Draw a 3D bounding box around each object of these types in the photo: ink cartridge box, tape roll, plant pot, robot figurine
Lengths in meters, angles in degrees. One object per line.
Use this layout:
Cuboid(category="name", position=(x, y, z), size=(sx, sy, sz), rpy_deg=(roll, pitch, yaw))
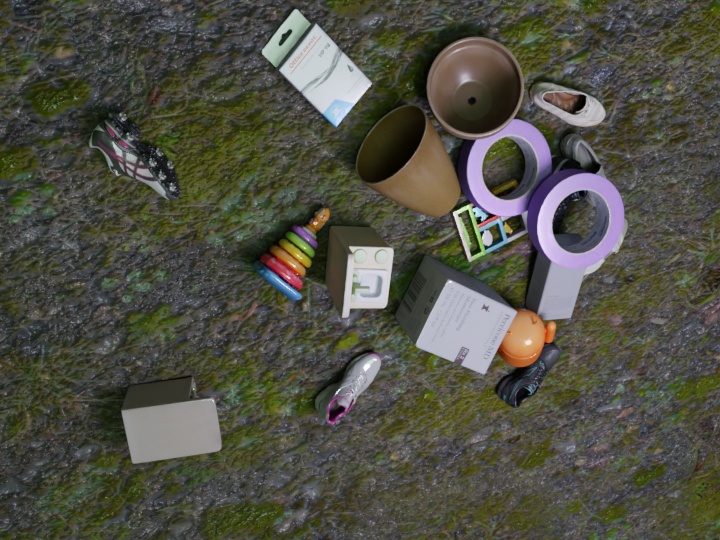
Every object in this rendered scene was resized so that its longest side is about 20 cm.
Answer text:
Cuboid(category="ink cartridge box", position=(-0.087, -0.397, 1.291), size=(0.199, 0.067, 0.116), rpy_deg=(40, 96, -23))
Cuboid(category="tape roll", position=(0.460, -0.111, 1.410), size=(0.193, 0.066, 0.207), rpy_deg=(-2, 107, -6))
Cuboid(category="plant pot", position=(0.120, -0.204, 1.366), size=(0.187, 0.187, 0.199), rpy_deg=(-49, 126, 6))
Cuboid(category="tape roll", position=(0.315, -0.225, 1.436), size=(0.193, 0.066, 0.207), rpy_deg=(-2, 102, -10))
Cuboid(category="plant pot", position=(0.233, -0.363, 1.353), size=(0.194, 0.093, 0.208), rpy_deg=(-1, 84, 6))
Cuboid(category="robot figurine", position=(0.377, 0.157, 1.543), size=(0.140, 0.201, 0.119), rpy_deg=(22, 77, 17))

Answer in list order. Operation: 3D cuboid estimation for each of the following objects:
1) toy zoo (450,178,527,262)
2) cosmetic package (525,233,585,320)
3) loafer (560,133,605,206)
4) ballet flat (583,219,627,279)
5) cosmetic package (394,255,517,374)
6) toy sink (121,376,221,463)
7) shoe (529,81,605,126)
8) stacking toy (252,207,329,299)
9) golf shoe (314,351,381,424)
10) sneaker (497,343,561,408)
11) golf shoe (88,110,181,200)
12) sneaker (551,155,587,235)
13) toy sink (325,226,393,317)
Cuboid(category="toy zoo", position=(0.315, -0.121, 1.518), size=(0.196, 0.020, 0.134), rpy_deg=(-27, 113, -5))
Cuboid(category="cosmetic package", position=(0.464, 0.017, 1.552), size=(0.098, 0.075, 0.205), rpy_deg=(-3, 124, -13))
Cuboid(category="loafer", position=(0.525, -0.223, 1.510), size=(0.070, 0.070, 0.201), rpy_deg=(-40, 114, 2))
Cuboid(category="ballet flat", position=(0.584, -0.047, 1.591), size=(0.199, 0.070, 0.070), rpy_deg=(-42, 114, 2))
Cuboid(category="cosmetic package", position=(0.212, 0.099, 1.490), size=(0.195, 0.165, 0.168), rpy_deg=(22, 103, -21))
Cuboid(category="toy sink", position=(-0.405, 0.320, 1.436), size=(0.193, 0.112, 0.135), rpy_deg=(-7, 111, -7))
Cuboid(category="shoe", position=(0.466, -0.364, 1.454), size=(0.194, 0.054, 0.072), rpy_deg=(13, 106, -18))
Cuboid(category="stacking toy", position=(-0.129, -0.052, 1.393), size=(0.109, 0.116, 0.202), rpy_deg=(38, 85, -26))
Cuboid(category="golf shoe", position=(-0.020, 0.279, 1.534), size=(0.200, 0.092, 0.075), rpy_deg=(-46, 112, 3))
Cuboid(category="sneaker", position=(0.439, 0.271, 1.658), size=(0.200, 0.079, 0.076), rpy_deg=(-44, 114, 2))
Cuboid(category="golf shoe", position=(-0.433, -0.209, 1.275), size=(0.087, 0.078, 0.201), rpy_deg=(-31, 113, 21))
Cuboid(category="sneaker", position=(0.457, -0.151, 1.488), size=(0.071, 0.111, 0.207), rpy_deg=(-12, 112, -28))
Cuboid(category="toy sink", position=(0.000, 0.000, 1.373), size=(0.108, 0.200, 0.135), rpy_deg=(1, 109, -14))
